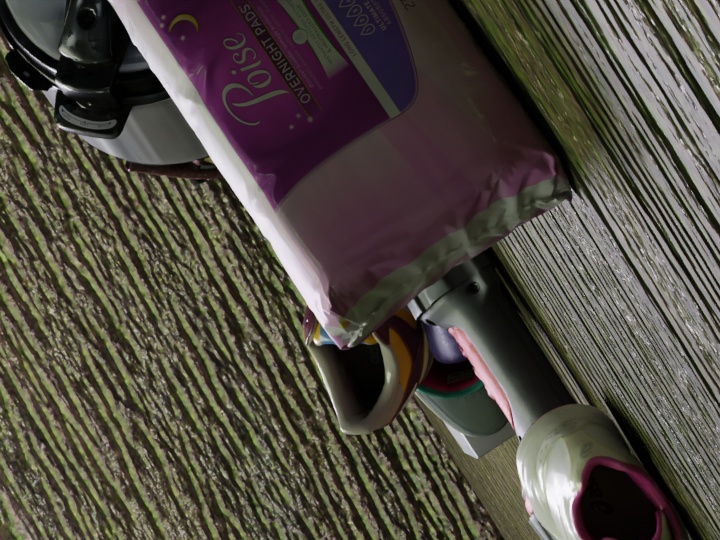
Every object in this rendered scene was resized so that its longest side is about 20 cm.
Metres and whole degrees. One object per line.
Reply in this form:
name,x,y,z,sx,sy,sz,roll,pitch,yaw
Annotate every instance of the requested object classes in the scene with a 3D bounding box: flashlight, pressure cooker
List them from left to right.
pressure cooker,-0.132,-0.166,1.775,0.176,0.178,0.200,59,179,19
flashlight,0.086,0.068,1.722,0.200,0.068,0.068,56,180,10

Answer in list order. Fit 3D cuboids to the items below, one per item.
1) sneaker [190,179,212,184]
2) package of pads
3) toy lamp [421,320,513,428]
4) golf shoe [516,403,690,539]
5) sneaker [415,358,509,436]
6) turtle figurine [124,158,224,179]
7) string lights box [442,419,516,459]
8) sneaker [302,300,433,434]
sneaker,-0.116,-0.145,2.419,0.200,0.114,0.076,57,176,45
package of pads,-0.013,-0.080,1.252,0.200,0.120,0.076,56,177,19
toy lamp,0.095,0.081,1.808,0.200,0.058,0.058,57,178,-19
golf shoe,0.153,0.169,1.611,0.200,0.075,0.092,57,174,-13
sneaker,0.061,0.054,1.910,0.200,0.083,0.121,61,-175,-34
turtle figurine,-0.055,-0.126,1.964,0.194,0.200,0.144,38,153,3
string lights box,0.046,0.031,2.068,0.201,0.059,0.103,58,177,-1
sneaker,0.000,0.000,1.784,0.090,0.075,0.201,-55,-44,-60
